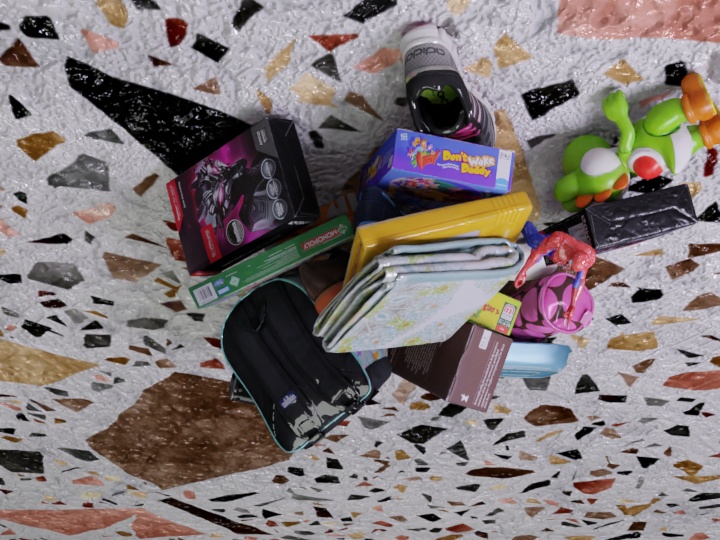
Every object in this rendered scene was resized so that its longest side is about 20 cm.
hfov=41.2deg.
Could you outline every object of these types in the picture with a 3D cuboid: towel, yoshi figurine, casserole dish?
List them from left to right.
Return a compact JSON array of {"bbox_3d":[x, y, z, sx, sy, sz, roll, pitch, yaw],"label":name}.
[{"bbox_3d":[0.064,0.028,1.059,0.199,0.048,0.171,-2,150,-35],"label":"towel"},{"bbox_3d":[0.206,0.129,1.369,0.198,0.039,0.121,4,166,-9],"label":"casserole dish"},{"bbox_3d":[0.305,-0.144,1.084,0.199,0.113,0.112,-31,176,22],"label":"yoshi figurine"}]

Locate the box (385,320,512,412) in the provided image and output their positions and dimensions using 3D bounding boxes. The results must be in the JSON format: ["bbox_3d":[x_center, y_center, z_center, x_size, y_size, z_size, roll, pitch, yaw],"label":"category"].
[{"bbox_3d":[0.097,0.102,1.238,0.075,0.101,0.200,21,180,-30],"label":"box"}]

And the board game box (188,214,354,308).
[{"bbox_3d":[-0.102,-0.010,1.152,0.199,0.029,0.135,-25,179,-1],"label":"board game box"}]

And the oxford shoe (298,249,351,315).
[{"bbox_3d":[0.000,0.000,1.205,0.071,0.073,0.199,-45,163,29],"label":"oxford shoe"}]

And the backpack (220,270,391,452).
[{"bbox_3d":[-0.074,0.101,1.233,0.176,0.153,0.200,-41,90,25],"label":"backpack"}]

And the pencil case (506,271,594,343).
[{"bbox_3d":[0.254,0.064,1.343,0.094,0.091,0.200,46,164,0],"label":"pencil case"}]

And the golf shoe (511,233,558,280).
[{"bbox_3d":[0.175,-0.010,1.265,0.198,0.095,0.078,9,122,-12],"label":"golf shoe"}]

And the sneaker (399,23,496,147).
[{"bbox_3d":[0.096,-0.170,1.045,0.073,0.088,0.200,-11,144,21],"label":"sneaker"}]

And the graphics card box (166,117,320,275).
[{"bbox_3d":[-0.145,-0.084,1.151,0.199,0.127,0.051,-24,166,36],"label":"graphics card box"}]

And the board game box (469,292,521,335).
[{"bbox_3d":[0.113,0.030,1.287,0.101,0.048,0.200,21,179,-29],"label":"board game box"}]

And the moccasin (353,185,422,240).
[{"bbox_3d":[0.040,-0.054,1.126,0.080,0.069,0.200,0,172,7],"label":"moccasin"}]

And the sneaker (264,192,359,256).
[{"bbox_3d":[-0.029,-0.056,1.260,0.198,0.079,0.077,-6,175,5],"label":"sneaker"}]

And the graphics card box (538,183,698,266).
[{"bbox_3d":[0.298,-0.051,1.137,0.124,0.051,0.200,-13,175,-7],"label":"graphics card box"}]

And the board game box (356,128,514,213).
[{"bbox_3d":[0.081,-0.106,1.111,0.133,0.045,0.200,10,172,-10],"label":"board game box"}]

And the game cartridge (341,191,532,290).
[{"bbox_3d":[0.080,-0.011,1.078,0.198,0.033,0.177,-12,152,-15],"label":"game cartridge"}]

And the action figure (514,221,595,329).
[{"bbox_3d":[0.206,-0.001,1.087,0.065,0.100,0.200,24,-178,-10],"label":"action figure"}]

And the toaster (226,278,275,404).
[{"bbox_3d":[-0.085,0.109,1.387,0.198,0.183,0.119,13,-179,-15],"label":"toaster"}]
